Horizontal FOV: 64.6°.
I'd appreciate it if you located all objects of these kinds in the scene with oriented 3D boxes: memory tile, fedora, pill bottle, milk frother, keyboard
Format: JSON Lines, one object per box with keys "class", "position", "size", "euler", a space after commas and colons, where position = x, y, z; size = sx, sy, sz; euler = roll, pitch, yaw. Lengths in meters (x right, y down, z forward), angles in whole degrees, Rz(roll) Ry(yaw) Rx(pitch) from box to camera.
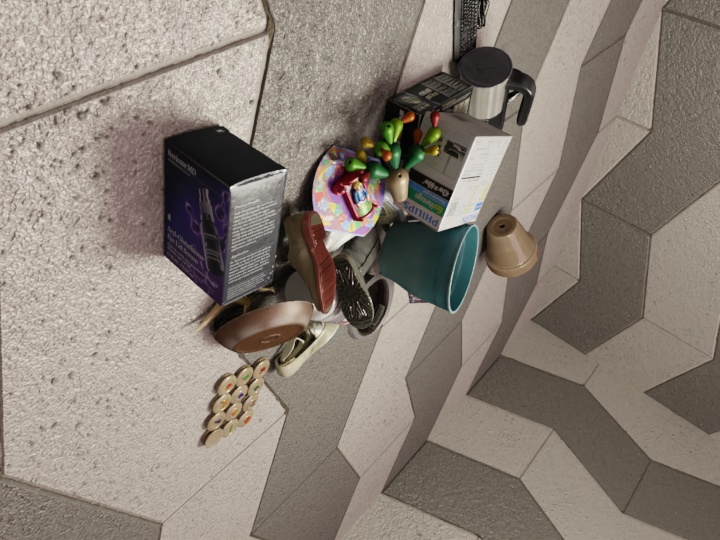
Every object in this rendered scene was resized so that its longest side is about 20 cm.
{"class": "memory tile", "position": [-0.275, 0.293, 1.262], "size": [0.152, 0.017, 0.203], "euler": [-18, 135, -53]}
{"class": "fedora", "position": [0.003, 0.071, 1.411], "size": [0.177, 0.089, 0.202], "euler": [-41, 144, -31]}
{"class": "pill bottle", "position": [-0.078, 0.054, 1.228], "size": [0.112, 0.110, 0.199], "euler": [-58, 154, 5]}
{"class": "milk frother", "position": [0.312, -0.442, 1.330], "size": [0.189, 0.177, 0.204], "euler": [75, 14, -65]}
{"class": "keyboard", "position": [0.238, -0.537, 1.191], "size": [0.104, 0.039, 0.201], "euler": [-46, 153, -19]}

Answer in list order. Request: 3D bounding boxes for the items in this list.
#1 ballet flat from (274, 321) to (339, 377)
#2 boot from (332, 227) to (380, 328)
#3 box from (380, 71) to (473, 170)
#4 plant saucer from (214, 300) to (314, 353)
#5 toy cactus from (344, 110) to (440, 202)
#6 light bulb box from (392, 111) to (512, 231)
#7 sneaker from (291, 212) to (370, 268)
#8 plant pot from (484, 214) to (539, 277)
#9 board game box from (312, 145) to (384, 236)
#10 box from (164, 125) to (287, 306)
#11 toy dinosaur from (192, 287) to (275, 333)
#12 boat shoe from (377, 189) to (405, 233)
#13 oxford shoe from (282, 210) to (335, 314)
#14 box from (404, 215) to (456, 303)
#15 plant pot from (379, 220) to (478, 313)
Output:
{"class": "ballet flat", "position": [-0.126, 0.164, 1.333], "size": [0.200, 0.069, 0.070], "euler": [-47, 153, -17]}
{"class": "boot", "position": [0.002, 0.001, 1.228], "size": [0.201, 0.071, 0.185], "euler": [-66, 145, -64]}
{"class": "box", "position": [0.141, -0.308, 1.226], "size": [0.199, 0.086, 0.166], "euler": [-37, 149, -36]}
{"class": "plant saucer", "position": [-0.177, 0.115, 1.089], "size": [0.197, 0.037, 0.201], "euler": [-20, 162, -6]}
{"class": "toy cactus", "position": [0.071, -0.203, 1.073], "size": [0.198, 0.102, 0.167], "euler": [-30, 135, -17]}
{"class": "light bulb box", "position": [0.192, -0.209, 1.185], "size": [0.197, 0.124, 0.203], "euler": [-18, 135, -53]}
{"class": "sneaker", "position": [-0.072, -0.083, 1.155], "size": [0.199, 0.072, 0.086], "euler": [-40, 123, -25]}
{"class": "plant pot", "position": [0.534, -0.105, 2.064], "size": [0.201, 0.199, 0.175], "euler": [-49, 137, -15]}
{"class": "board game box", "position": [-0.007, -0.149, 1.111], "size": [0.198, 0.039, 0.161], "euler": [6, 96, -46]}
{"class": "box", "position": [-0.199, -0.080, 0.821], "size": [0.104, 0.147, 0.203], "euler": [-28, 141, -43]}
{"class": "toy dinosaur", "position": [-0.223, 0.043, 1.047], "size": [0.200, 0.058, 0.101], "euler": [-48, 137, -6]}
{"class": "boat shoe", "position": [0.057, -0.134, 1.298], "size": [0.063, 0.071, 0.200], "euler": [-57, 157, -3]}
{"class": "oxford shoe", "position": [-0.097, -0.013, 1.089], "size": [0.070, 0.073, 0.204], "euler": [-39, 122, -61]}
{"class": "box", "position": [0.181, -0.029, 1.467], "size": [0.115, 0.129, 0.203], "euler": [70, 19, -59]}
{"class": "plant pot", "position": [0.149, -0.026, 1.297], "size": [0.200, 0.185, 0.203], "euler": [-48, 146, -48]}
